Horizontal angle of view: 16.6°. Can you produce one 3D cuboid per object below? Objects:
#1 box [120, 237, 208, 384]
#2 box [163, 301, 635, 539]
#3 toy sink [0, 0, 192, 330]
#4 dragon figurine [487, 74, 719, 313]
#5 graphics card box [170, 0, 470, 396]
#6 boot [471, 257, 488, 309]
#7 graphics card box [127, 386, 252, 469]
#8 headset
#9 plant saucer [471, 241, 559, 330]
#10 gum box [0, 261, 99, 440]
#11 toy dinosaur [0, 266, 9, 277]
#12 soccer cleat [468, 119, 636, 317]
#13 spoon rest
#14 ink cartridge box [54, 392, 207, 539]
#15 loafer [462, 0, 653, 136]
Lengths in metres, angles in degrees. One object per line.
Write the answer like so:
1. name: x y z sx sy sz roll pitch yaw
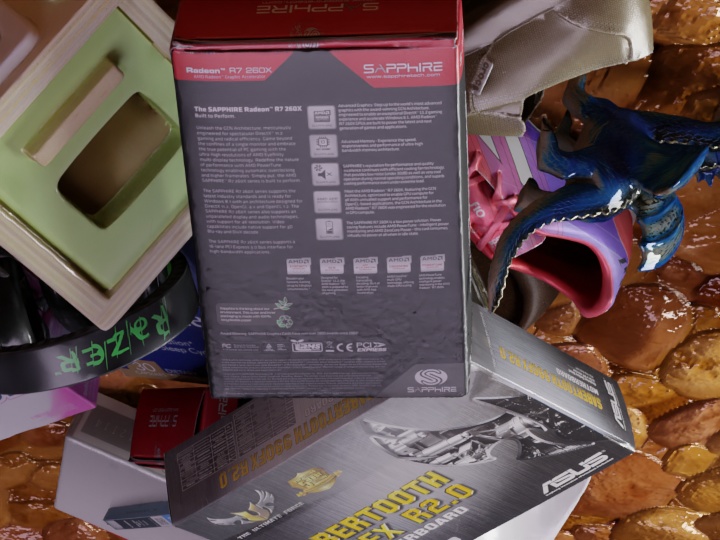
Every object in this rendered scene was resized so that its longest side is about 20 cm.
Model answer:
1. box: -0.120 0.002 1.348 0.121 0.032 0.200 5 148 30
2. box: 0.021 0.097 1.311 0.200 0.048 0.158 -32 141 28
3. toy sink: -0.154 -0.086 1.124 0.130 0.112 0.200 -49 135 -5
4. dragon figurine: 0.131 -0.041 1.181 0.099 0.200 0.059 23 128 9
5. graphics card box: -0.014 -0.031 1.114 0.125 0.051 0.200 -2 127 4
6. boot: 0.000 0.000 1.255 0.075 0.097 0.200 -32 117 22
7. graphics card box: -0.022 0.103 1.446 0.200 0.051 0.125 10 173 -21
8. headset: -0.155 0.027 1.261 0.123 0.200 0.094 -24 113 -19
9. plant saucer: 0.017 0.004 1.369 0.200 0.035 0.200 3 147 2
10. gum box: -0.252 0.051 1.433 0.200 0.066 0.113 -19 141 31
11. toy dinosaur: -0.275 0.001 1.211 0.200 0.102 0.077 16 153 -2
12. soccer cleat: 0.062 -0.047 1.245 0.200 0.073 0.068 30 139 -30
13. spoon rest: 0.091 0.165 1.573 0.099 0.061 0.200 -14 154 -17
14. ink cartridge box: -0.097 0.172 1.574 0.200 0.045 0.176 23 145 4
15. loafer: 0.050 -0.089 1.149 0.200 0.076 0.068 -27 104 24
